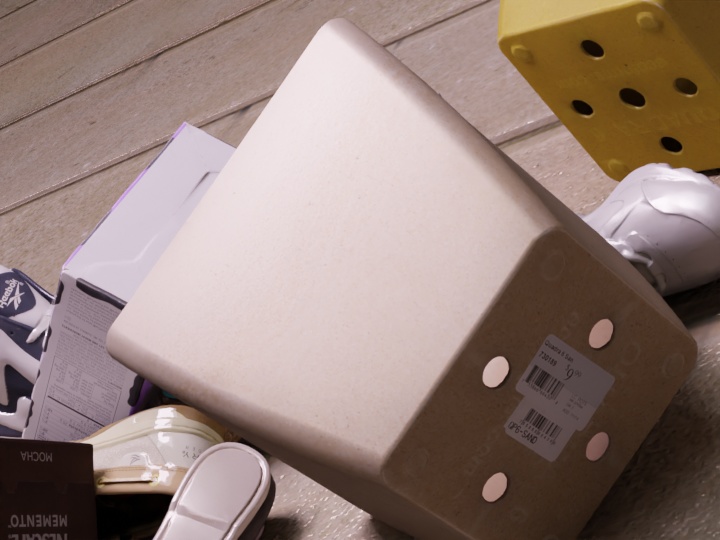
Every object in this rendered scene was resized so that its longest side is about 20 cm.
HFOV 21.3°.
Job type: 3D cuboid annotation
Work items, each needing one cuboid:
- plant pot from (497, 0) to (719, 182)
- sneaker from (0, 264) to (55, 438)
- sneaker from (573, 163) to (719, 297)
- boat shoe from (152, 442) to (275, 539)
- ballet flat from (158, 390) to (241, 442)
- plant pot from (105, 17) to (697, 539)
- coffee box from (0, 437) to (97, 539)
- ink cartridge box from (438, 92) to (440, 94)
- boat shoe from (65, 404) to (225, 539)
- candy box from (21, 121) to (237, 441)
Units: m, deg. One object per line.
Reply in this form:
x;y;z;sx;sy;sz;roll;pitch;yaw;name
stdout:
0.200;-0.169;1.180;0.200;0.200;0.177;-7;43;50;plant pot
-0.224;0.042;1.414;0.199;0.130;0.080;-23;24;27;sneaker
0.132;0.008;1.053;0.200;0.078;0.100;-21;29;52;sneaker
-0.108;0.183;1.050;0.067;0.057;0.200;23;55;23;boat shoe
-0.054;0.045;1.242;0.070;0.065;0.200;11;45;44;ballet flat
0.037;0.032;0.922;0.200;0.200;0.177;-54;41;-1;plant pot
-0.268;0.148;1.140;0.199;0.080;0.113;-9;-12;31;coffee box
-0.009;-0.050;1.418;0.094;0.044;0.200;-16;27;43;ink cartridge box
-0.169;0.146;1.182;0.200;0.074;0.067;-29;42;31;boat shoe
-0.141;0.033;1.244;0.168;0.071;0.200;-57;-9;-45;candy box
